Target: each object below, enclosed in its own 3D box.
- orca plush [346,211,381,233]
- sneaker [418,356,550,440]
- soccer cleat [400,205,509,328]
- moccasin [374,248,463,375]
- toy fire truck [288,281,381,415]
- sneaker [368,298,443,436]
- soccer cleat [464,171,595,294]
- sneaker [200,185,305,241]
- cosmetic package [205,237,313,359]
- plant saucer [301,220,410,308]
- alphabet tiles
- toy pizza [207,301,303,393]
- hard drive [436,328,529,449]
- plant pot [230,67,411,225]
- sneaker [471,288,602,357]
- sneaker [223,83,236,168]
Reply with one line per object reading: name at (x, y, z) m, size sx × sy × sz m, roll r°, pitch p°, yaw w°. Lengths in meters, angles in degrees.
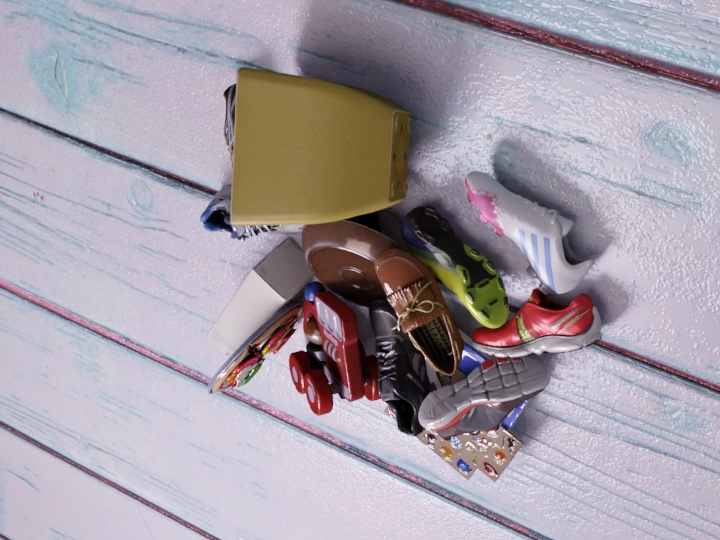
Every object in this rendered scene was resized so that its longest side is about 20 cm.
orca plush at (-0.026, -0.089, 1.641) m, size 0.104 × 0.071 × 0.202 m, roll 12°, pitch 125°, yaw 31°
sneaker at (0.181, 0.181, 1.615) m, size 0.198 × 0.078 × 0.082 m, roll -23°, pitch 130°, yaw 25°
soccer cleat at (0.130, -0.002, 1.585) m, size 0.201 × 0.064 × 0.084 m, roll 50°, pitch 159°, yaw 10°
moccasin at (0.079, 0.058, 1.572) m, size 0.073 × 0.078 × 0.203 m, roll -19°, pitch 118°, yaw 12°
toy fire truck at (-0.042, 0.107, 1.725) m, size 0.200 × 0.111 × 0.170 m, roll -141°, pitch 42°, yaw -63°
sneaker at (0.057, 0.140, 1.651) m, size 0.075 × 0.087 × 0.202 m, roll -13°, pitch 108°, yaw 42°
soccer cleat at (0.220, -0.063, 1.488) m, size 0.086 × 0.070 × 0.200 m, roll -39°, pitch 94°, yaw 29°
sneaker at (-0.157, -0.076, 1.739) m, size 0.198 × 0.085 × 0.078 m, roll 2°, pitch 119°, yaw 35°
cosmetic package at (-0.154, 0.050, 1.809) m, size 0.073 × 0.104 × 0.200 m, roll 43°, pitch 136°, yaw 3°
plant saucer at (0.000, 0.000, 1.650) m, size 0.198 × 0.035 × 0.201 m, roll 22°, pitch 153°, yaw 12°
alphabet tiles at (0.140, 0.219, 1.704) m, size 0.199 × 0.008 × 0.168 m, roll 38°, pitch 133°, yaw 12°
toy pizza at (-0.155, 0.125, 1.788) m, size 0.032 × 0.200 × 0.200 m, roll 45°, pitch 135°, yaw 6°
hard drive at (0.145, 0.155, 1.682) m, size 0.199 × 0.025 × 0.133 m, roll 37°, pitch 133°, yaw 13°
plant pot at (-0.041, -0.154, 1.503) m, size 0.197 × 0.195 × 0.197 m, roll 5°, pitch 97°, yaw 14°
sneaker at (0.235, 0.068, 1.565) m, size 0.198 × 0.077 × 0.086 m, roll -10°, pitch 92°, yaw 40°
sneaker at (-0.159, -0.176, 1.674) m, size 0.077 × 0.078 × 0.203 m, roll 10°, pitch 103°, yaw 40°
